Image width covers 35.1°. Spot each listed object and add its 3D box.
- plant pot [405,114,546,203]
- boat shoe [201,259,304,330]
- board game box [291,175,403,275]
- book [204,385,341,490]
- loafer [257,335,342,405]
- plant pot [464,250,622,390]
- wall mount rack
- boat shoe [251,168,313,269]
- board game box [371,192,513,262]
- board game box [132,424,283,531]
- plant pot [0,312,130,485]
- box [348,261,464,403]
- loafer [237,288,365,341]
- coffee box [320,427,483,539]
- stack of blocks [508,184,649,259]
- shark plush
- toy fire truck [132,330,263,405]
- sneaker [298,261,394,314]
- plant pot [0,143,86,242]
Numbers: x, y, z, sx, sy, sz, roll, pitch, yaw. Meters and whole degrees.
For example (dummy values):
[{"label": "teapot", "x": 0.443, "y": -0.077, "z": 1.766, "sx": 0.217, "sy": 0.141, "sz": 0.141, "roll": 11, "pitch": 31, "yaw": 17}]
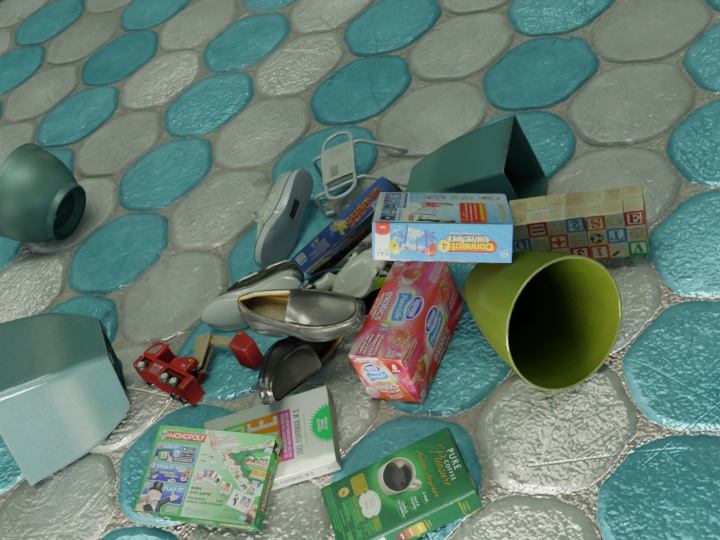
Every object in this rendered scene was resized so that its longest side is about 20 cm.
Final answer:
[{"label": "plant pot", "x": 0.179, "y": -0.133, "z": 1.855, "sx": 0.198, "sy": 0.142, "sz": 0.142, "roll": -12, "pitch": 40, "yaw": 28}, {"label": "boat shoe", "x": -0.177, "y": 0.040, "z": 1.907, "sx": 0.198, "sy": 0.071, "sz": 0.064, "roll": -22, "pitch": 35, "yaw": 20}, {"label": "board game box", "x": -0.015, "y": -0.070, "z": 1.865, "sx": 0.200, "sy": 0.135, "sz": 0.035, "roll": -42, "pitch": 81, "yaw": 8}, {"label": "book", "x": -0.129, "y": 0.260, "z": 1.672, "sx": 0.198, "sy": 0.048, "sz": 0.135, "roll": -19, "pitch": 45, "yaw": 9}, {"label": "loafer", "x": -0.093, "y": 0.136, "z": 1.733, "sx": 0.071, "sy": 0.074, "sz": 0.200, "roll": 2, "pitch": 31, "yaw": 23}, {"label": "plant pot", "x": 0.236, "y": 0.048, "z": 1.610, "sx": 0.186, "sy": 0.188, "sz": 0.200, "roll": -36, "pitch": 25, "yaw": -12}, {"label": "wall mount rack", "x": -0.001, "y": -0.181, "z": 2.064, "sx": 0.172, "sy": 0.075, "sz": 0.201, "roll": -21, "pitch": 39, "yaw": 13}, {"label": "boat shoe", "x": -0.158, "y": -0.093, "z": 2.036, "sx": 0.085, "sy": 0.074, "sz": 0.204, "roll": -1, "pitch": 62, "yaw": 42}, {"label": "board game box", "x": 0.117, "y": -0.065, "z": 1.638, "sx": 0.193, "sy": 0.057, "sz": 0.200, "roll": 2, "pitch": 16, "yaw": 4}, {"label": "board game box", "x": -0.219, "y": 0.296, "z": 1.636, "sx": 0.198, "sy": 0.029, "sz": 0.136, "roll": 2, "pitch": 59, "yaw": 23}, {"label": "plant pot", "x": -0.489, "y": 0.183, "z": 1.847, "sx": 0.198, "sy": 0.197, "sz": 0.197, "roll": -22, "pitch": 38, "yaw": -8}, {"label": "box", "x": 0.072, "y": 0.088, "z": 1.698, "sx": 0.094, "sy": 0.100, "sz": 0.201, "roll": 2, "pitch": 46, "yaw": 31}, {"label": "loafer", "x": -0.090, "y": 0.061, "z": 1.679, "sx": 0.198, "sy": 0.072, "sz": 0.074, "roll": -6, "pitch": 65, "yaw": 23}, {"label": "coffee box", "x": 0.053, "y": 0.303, "z": 1.516, "sx": 0.198, "sy": 0.044, "sz": 0.123, "roll": -27, "pitch": 39, "yaw": 1}, {"label": "stack of blocks", "x": 0.327, "y": -0.055, "z": 1.698, "sx": 0.197, "sy": 0.116, "sz": 0.059, "roll": -7, "pitch": 42, "yaw": 16}, {"label": "shark plush", "x": 0.000, "y": 0.000, "z": 1.760, "sx": 0.090, "sy": 0.083, "sz": 0.201, "roll": 28, "pitch": 86, "yaw": 16}, {"label": "toy fire truck", "x": -0.268, "y": 0.147, "z": 1.866, "sx": 0.199, "sy": 0.049, "sz": 0.141, "roll": 18, "pitch": 56, "yaw": 42}, {"label": "sneaker", "x": -0.022, "y": 0.036, "z": 1.832, "sx": 0.197, "sy": 0.071, "sz": 0.083, "roll": -21, "pitch": 33, "yaw": 3}, {"label": "plant pot", "x": -0.642, "y": -0.140, "z": 2.303, "sx": 0.133, "sy": 0.201, "sz": 0.201, "roll": 22, "pitch": 55, "yaw": 11}]
